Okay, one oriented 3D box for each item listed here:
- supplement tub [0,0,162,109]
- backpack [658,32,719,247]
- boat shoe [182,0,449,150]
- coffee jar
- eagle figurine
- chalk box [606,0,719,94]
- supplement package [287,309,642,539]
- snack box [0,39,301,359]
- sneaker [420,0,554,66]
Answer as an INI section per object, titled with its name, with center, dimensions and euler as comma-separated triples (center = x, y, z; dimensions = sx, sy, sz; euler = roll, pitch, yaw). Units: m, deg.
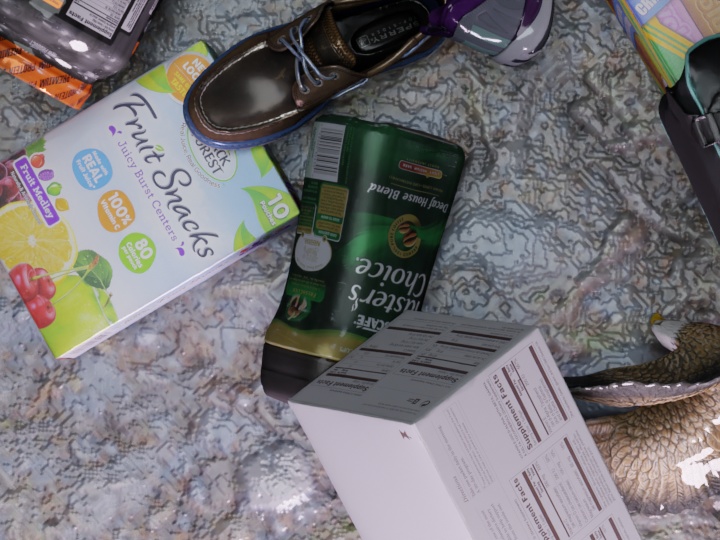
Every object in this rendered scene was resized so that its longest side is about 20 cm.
[supplement tub]
center = -0.186, -0.220, 1.640
dimensions = 0.122, 0.123, 0.200
euler = 30, 92, 7
[backpack]
center = 0.302, -0.077, 1.478
dimensions = 0.200, 0.153, 0.176
euler = -23, 74, -4
[boat shoe]
center = -0.029, -0.148, 1.616
dimensions = 0.200, 0.072, 0.072
euler = -30, 86, -14
[coffee jar]
center = 0.000, 0.000, 1.619
dimensions = 0.085, 0.104, 0.201
euler = 13, 91, 49
[eagle figurine]
center = 0.219, 0.073, 1.586
dimensions = 0.200, 0.151, 0.152
euler = -41, 94, -7
[chalk box]
center = 0.216, -0.217, 1.593
dimensions = 0.124, 0.124, 0.200
euler = -32, 84, 5
[supplement package]
center = 0.072, 0.142, 1.535
dimensions = 0.111, 0.156, 0.200
euler = -35, 110, -25
[snack box]
center = -0.157, -0.048, 1.666
dimensions = 0.200, 0.053, 0.142
euler = -30, 86, 4
[sneaker]
center = 0.088, -0.241, 1.605
dimensions = 0.087, 0.074, 0.201
euler = 13, 70, -25
